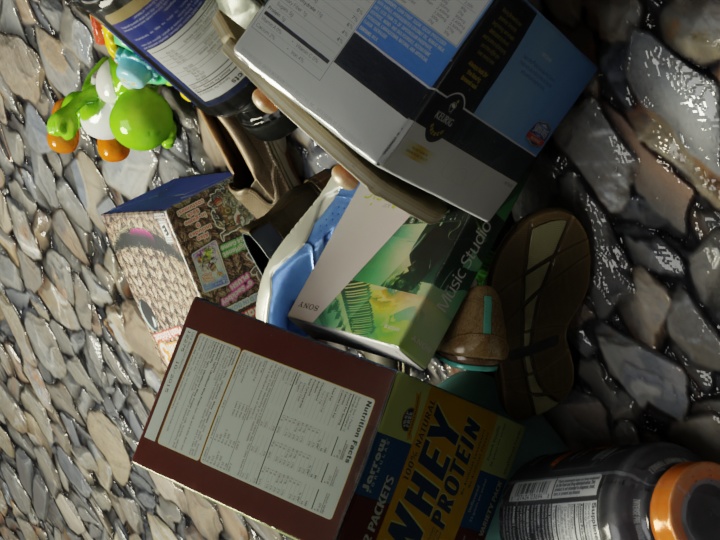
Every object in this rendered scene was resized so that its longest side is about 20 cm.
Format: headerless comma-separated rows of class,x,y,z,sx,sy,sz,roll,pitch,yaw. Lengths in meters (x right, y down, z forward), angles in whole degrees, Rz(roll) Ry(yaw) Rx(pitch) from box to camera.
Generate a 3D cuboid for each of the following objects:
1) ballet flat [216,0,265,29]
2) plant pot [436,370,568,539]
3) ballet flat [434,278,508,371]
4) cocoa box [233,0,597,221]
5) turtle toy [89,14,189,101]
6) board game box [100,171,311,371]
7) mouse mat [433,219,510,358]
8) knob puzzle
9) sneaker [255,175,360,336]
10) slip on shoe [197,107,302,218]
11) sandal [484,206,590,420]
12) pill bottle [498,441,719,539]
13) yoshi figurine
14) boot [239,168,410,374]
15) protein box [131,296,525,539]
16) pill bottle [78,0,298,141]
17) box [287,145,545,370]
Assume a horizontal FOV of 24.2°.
ballet flat,-0.054,-0.162,1.267,0.199,0.064,0.067,34,-168,-30
plant pot,0.080,0.205,1.396,0.200,0.134,0.201,40,146,34
ballet flat,0.051,0.025,1.235,0.200,0.067,0.073,-166,82,-69
cocoa box,0.041,-0.134,1.062,0.133,0.132,0.200,39,-172,23
turtle toy,-0.185,-0.228,1.461,0.200,0.100,0.147,-118,18,-66
board game box,-0.148,0.015,1.643,0.159,0.096,0.202,-1,114,59
mouse mat,0.074,0.009,1.372,0.199,0.007,0.162,9,122,55
knob puzzle,-0.020,-0.085,1.117,0.219,0.031,0.220,40,-171,-7
sneaker,-0.001,0.000,1.334,0.111,0.076,0.201,44,107,35
slip on shoe,-0.089,-0.077,1.503,0.076,0.060,0.202,15,127,53
sandal,0.124,0.029,1.253,0.054,0.080,0.201,-116,16,-44
pill bottle,0.194,0.181,1.224,0.200,0.106,0.107,-19,99,61
yoshi figurine,-0.240,-0.148,1.654,0.112,0.112,0.200,48,150,-9
boot,-0.030,0.023,1.454,0.075,0.096,0.202,-1,114,65
protein box,-0.021,0.131,1.266,0.199,0.136,0.198,18,175,36
pill bottle,-0.120,-0.194,1.330,0.200,0.112,0.111,40,165,-35
box,0.041,-0.034,1.205,0.036,0.201,0.144,35,166,-33
